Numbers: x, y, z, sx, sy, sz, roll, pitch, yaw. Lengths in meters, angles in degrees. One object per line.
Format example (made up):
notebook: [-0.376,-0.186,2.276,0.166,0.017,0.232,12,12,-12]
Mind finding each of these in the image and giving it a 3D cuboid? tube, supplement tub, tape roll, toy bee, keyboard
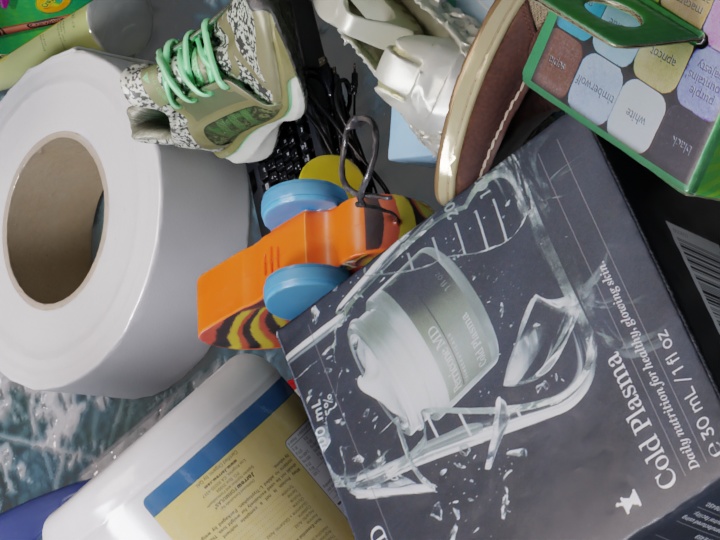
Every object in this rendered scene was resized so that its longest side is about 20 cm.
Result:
tube: [-0.208,-0.146,1.734,0.199,0.058,0.052,-4,121,50]
supplement tub: [-0.043,0.157,1.343,0.200,0.145,0.145,50,126,-1]
tape roll: [-0.155,-0.027,1.640,0.202,0.071,0.204,-10,76,47]
toy bee: [0.000,0.000,1.443,0.200,0.108,0.132,-7,72,62]
keyboard: [-0.040,-0.072,1.545,0.104,0.039,0.201,-34,61,40]

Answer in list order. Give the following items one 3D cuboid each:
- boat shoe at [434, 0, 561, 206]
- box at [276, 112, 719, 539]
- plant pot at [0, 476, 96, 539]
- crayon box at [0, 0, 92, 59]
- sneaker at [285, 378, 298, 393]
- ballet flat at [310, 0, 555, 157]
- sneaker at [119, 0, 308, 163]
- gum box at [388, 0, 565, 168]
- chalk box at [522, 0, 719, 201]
boat shoe: [0.102,-0.111,1.304,0.072,0.072,0.201,28,90,14]
box: [0.095,0.067,1.287,0.196,0.124,0.201,-38,57,24]
plant pot: [-0.171,0.228,1.485,0.200,0.179,0.201,120,143,-62]
crayon box: [-0.204,-0.239,1.700,0.118,0.058,0.201,-26,49,43]
sneaker: [-0.020,0.136,1.477,0.201,0.078,0.116,-55,39,10]
ballet flat: [0.021,-0.112,1.401,0.200,0.071,0.072,51,120,39]
sneaker: [-0.082,-0.102,1.480,0.200,0.088,0.077,121,138,-67]
gum box: [0.101,-0.142,1.399,0.199,0.044,0.171,-3,81,48]
chalk box: [0.164,-0.106,1.208,0.125,0.199,0.125,39,112,43]
